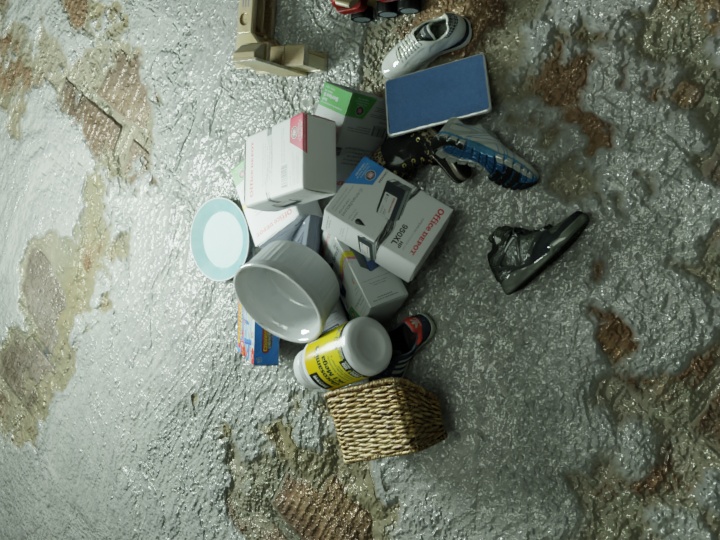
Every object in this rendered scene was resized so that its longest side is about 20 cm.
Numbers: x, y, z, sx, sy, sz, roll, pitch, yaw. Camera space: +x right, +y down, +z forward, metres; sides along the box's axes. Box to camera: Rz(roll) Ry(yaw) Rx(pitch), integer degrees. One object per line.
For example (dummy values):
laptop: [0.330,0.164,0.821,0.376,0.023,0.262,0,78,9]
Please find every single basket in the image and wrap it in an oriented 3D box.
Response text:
basket: [0.056,0.276,1.476,0.200,0.143,0.149,-22,82,40]

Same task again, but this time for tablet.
tablet: [0.141,-0.325,1.423,0.200,0.014,0.130,-11,66,19]

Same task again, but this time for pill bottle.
pill bottle: [-0.041,0.168,1.478,0.200,0.112,0.113,-29,75,46]

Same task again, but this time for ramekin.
ramekin: [-0.138,0.036,1.483,0.200,0.098,0.201,20,138,19]

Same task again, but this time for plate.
plate: [-0.330,-0.074,1.818,0.200,0.026,0.200,2,94,36]

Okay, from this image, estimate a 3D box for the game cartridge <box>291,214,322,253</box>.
game cartridge: [-0.128,-0.025,1.599,0.200,0.041,0.133,129,148,-53]

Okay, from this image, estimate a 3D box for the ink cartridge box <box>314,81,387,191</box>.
ink cartridge box: [-0.029,-0.257,1.517,0.084,0.146,0.200,31,109,33]

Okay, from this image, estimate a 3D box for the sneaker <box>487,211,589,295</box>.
sneaker: [0.297,-0.056,1.331,0.199,0.076,0.114,-44,73,34]

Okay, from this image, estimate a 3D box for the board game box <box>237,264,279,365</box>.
board game box: [-0.223,0.092,1.666,0.196,0.056,0.200,-170,81,-70]

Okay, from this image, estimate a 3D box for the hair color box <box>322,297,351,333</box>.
hair color box: [-0.049,0.109,1.598,0.100,0.061,0.200,-30,74,34]

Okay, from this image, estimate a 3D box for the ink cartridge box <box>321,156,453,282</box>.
ink cartridge box: [0.050,-0.096,1.425,0.200,0.084,0.145,32,67,6]

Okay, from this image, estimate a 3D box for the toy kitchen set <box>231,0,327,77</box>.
toy kitchen set: [-0.193,-0.516,1.617,0.200,0.163,0.181,9,97,35]

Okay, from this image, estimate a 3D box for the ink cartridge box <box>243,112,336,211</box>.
ink cartridge box: [-0.136,-0.200,1.455,0.200,0.085,0.146,-9,79,48]

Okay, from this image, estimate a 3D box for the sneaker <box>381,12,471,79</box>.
sneaker: [0.110,-0.430,1.452,0.200,0.080,0.076,-25,79,35]

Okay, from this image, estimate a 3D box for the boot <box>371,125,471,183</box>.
boot: [0.112,-0.209,1.462,0.151,0.073,0.200,-45,63,27]

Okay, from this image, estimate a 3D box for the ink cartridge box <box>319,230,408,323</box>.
ink cartridge box: [0.000,0.000,1.506,0.200,0.087,0.145,65,161,17]

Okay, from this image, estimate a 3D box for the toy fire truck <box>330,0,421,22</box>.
toy fire truck: [0.004,-0.533,1.450,0.176,0.200,0.129,4,93,36]

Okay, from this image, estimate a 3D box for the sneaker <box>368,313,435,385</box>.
sneaker: [0.062,0.164,1.505,0.075,0.084,0.200,44,116,26]

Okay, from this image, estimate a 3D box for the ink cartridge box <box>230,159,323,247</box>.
ink cartridge box: [-0.183,-0.166,1.664,0.145,0.084,0.200,-33,68,32]

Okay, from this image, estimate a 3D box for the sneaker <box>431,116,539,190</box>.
sneaker: [0.232,-0.217,1.359,0.200,0.087,0.075,27,151,1]
